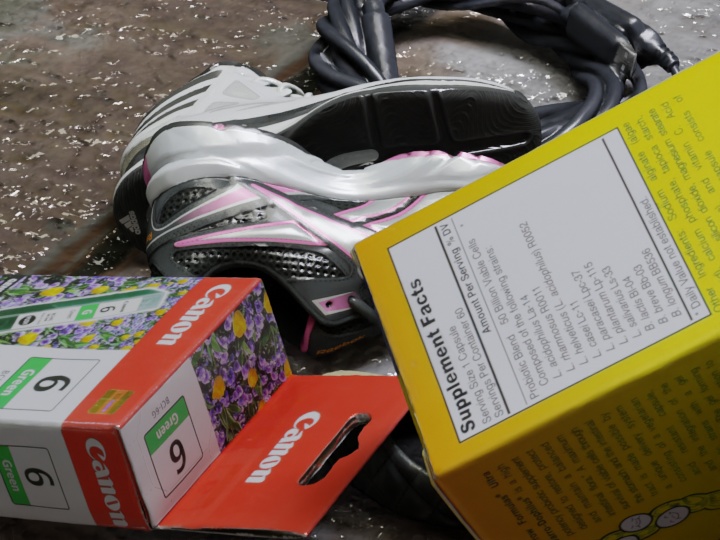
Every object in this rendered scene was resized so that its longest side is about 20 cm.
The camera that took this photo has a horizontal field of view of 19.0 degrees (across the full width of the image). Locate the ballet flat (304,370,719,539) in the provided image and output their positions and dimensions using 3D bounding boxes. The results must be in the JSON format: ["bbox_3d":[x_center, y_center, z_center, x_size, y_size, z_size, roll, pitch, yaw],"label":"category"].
[{"bbox_3d":[0.061,0.072,0.819,0.199,0.057,0.066,19,42,31],"label":"ballet flat"}]

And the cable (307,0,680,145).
[{"bbox_3d":[0.055,-0.106,1.109,0.163,0.051,0.200,-29,46,-28],"label":"cable"}]

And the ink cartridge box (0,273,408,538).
[{"bbox_3d":[-0.086,0.048,0.831,0.199,0.051,0.109,0,30,31],"label":"ink cartridge box"}]

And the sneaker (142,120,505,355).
[{"bbox_3d":[0.000,0.000,0.935,0.199,0.080,0.087,6,64,-1],"label":"sneaker"}]

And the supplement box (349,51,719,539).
[{"bbox_3d":[0.116,0.012,0.727,0.199,0.110,0.109,-27,47,9],"label":"supplement box"}]

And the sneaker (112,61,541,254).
[{"bbox_3d":[-0.018,-0.074,1.019,0.199,0.076,0.116,-10,34,2],"label":"sneaker"}]
